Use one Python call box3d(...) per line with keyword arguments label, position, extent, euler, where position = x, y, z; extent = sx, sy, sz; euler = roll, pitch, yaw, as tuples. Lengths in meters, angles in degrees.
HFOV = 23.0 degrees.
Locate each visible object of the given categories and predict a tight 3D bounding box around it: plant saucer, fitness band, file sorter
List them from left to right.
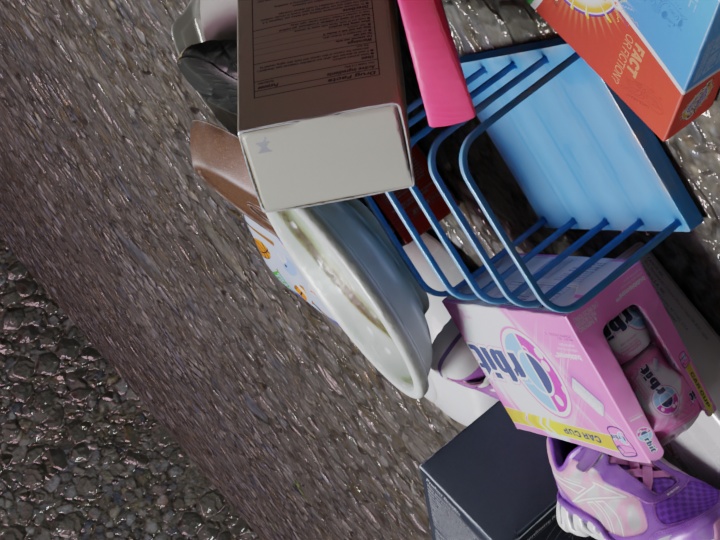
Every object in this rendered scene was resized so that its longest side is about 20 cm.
box3d(label="plant saucer", position=(-0.062, -0.052, 1.435), extent=(0.200, 0.035, 0.200), euler=(33, 174, 4))
box3d(label="plant saucer", position=(0.000, 0.000, 1.287), extent=(0.200, 0.050, 0.200), euler=(51, 171, 11))
box3d(label="fitness band", position=(0.034, -0.176, 1.076), extent=(0.201, 0.037, 0.144), euler=(-100, -3, -47))
box3d(label="file sorter", position=(0.097, -0.057, 1.156), extent=(0.139, 0.122, 0.200), euler=(58, 164, -13))

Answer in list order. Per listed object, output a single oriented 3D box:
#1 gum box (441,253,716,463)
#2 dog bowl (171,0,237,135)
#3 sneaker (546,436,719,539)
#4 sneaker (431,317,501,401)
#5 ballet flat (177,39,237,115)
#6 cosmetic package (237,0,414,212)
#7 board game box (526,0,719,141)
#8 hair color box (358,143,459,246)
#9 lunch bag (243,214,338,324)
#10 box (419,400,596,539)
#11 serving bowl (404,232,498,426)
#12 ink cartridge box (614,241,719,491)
box3d(label="gum box", position=(0.146, 0.054, 1.191), extent=(0.114, 0.066, 0.200), euler=(59, 163, -13))
box3d(label="dog bowl", position=(-0.054, -0.181, 1.329), extent=(0.199, 0.059, 0.201), euler=(25, 133, 29))
box3d(label="sneaker", position=(0.191, 0.151, 1.256), extent=(0.200, 0.080, 0.089), euler=(12, 126, 65))
box3d(label="sneaker", position=(0.135, 0.084, 1.353), extent=(0.114, 0.073, 0.200), euler=(42, -166, 30))
box3d(label="ballet flat", position=(-0.064, -0.147, 1.292), extent=(0.199, 0.057, 0.067), euler=(7, 146, 48))
box3d(label="cosmetic package", position=(-0.024, -0.136, 1.140), extent=(0.201, 0.104, 0.071), euler=(-92, -9, -45))
box3d(label="board game box", position=(0.125, -0.184, 0.958), extent=(0.200, 0.040, 0.153), euler=(49, 163, 17))
box3d(label="hair color box", position=(-0.010, -0.110, 1.457), extent=(0.201, 0.061, 0.101), euler=(54, 164, -1))
box3d(label="lunch bag", position=(-0.043, -0.042, 1.672), extent=(0.160, 0.075, 0.201), euler=(30, 152, 49))
box3d(label="box", position=(0.144, 0.201, 1.509), extent=(0.107, 0.148, 0.200), euler=(44, 161, 29))
box3d(label="serving bowl", position=(0.069, 0.063, 1.561), extent=(0.201, 0.066, 0.200), euler=(53, 167, 19))
box3d(label="ink cartridge box", position=(0.220, 0.089, 1.252), extent=(0.200, 0.045, 0.176), euler=(52, 164, 6))
